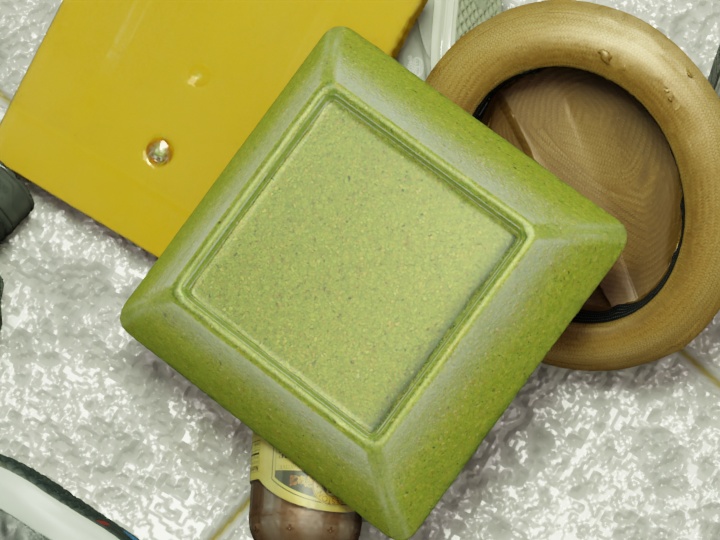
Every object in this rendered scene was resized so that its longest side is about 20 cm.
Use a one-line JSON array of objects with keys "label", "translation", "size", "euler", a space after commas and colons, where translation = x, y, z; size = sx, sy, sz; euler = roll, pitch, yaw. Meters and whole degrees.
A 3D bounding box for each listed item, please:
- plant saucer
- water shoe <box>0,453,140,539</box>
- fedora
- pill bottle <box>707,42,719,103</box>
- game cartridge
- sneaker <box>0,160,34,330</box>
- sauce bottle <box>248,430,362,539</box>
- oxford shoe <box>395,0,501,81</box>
[{"label": "plant saucer", "translation": [0.000, 0.000, 1.322], "size": [0.199, 0.048, 0.200], "euler": [36, 89, 16]}, {"label": "water shoe", "translation": [-0.139, 0.174, 1.349], "size": [0.200, 0.071, 0.079], "euler": [32, 90, 22]}, {"label": "fedora", "translation": [0.120, -0.048, 1.381], "size": [0.200, 0.082, 0.202], "euler": [5, 105, 18]}, {"label": "pill bottle", "translation": [0.240, -0.096, 1.349], "size": [0.116, 0.200, 0.117], "euler": [0, 75, 1]}, {"label": "game cartridge", "translation": [-0.083, -0.107, 1.402], "size": [0.176, 0.032, 0.200], "euler": [31, 99, 7]}, {"label": "sneaker", "translation": [-0.259, -0.040, 1.409], "size": [0.200, 0.060, 0.104], "euler": [37, 74, 6]}, {"label": "sauce bottle", "translation": [-0.026, 0.106, 1.367], "size": [0.064, 0.065, 0.201], "euler": [2, 79, 1]}, {"label": "oxford shoe", "translation": [0.048, -0.175, 1.443], "size": [0.058, 0.075, 0.201], "euler": [-6, 69, 36]}]
